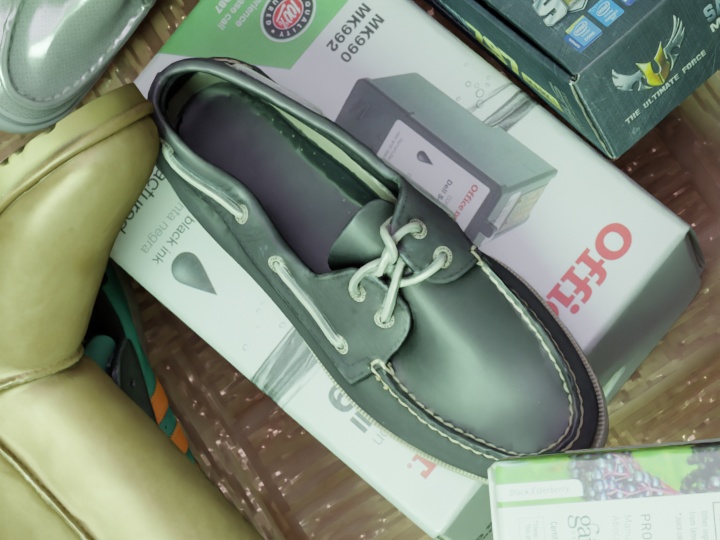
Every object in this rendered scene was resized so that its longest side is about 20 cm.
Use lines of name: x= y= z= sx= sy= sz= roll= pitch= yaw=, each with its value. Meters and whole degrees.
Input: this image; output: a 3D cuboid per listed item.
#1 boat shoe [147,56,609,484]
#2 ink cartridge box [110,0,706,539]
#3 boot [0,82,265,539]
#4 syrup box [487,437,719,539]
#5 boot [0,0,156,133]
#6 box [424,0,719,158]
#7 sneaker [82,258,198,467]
boat shoe: x=0.000 y=0.000 z=0.784 sx=0.200 sy=0.063 sz=0.073 roll=43 pitch=91 yaw=16
ink cartridge box: x=0.008 y=-0.014 z=0.862 sx=0.200 sy=0.084 sz=0.146 roll=39 pitch=89 yaw=16
boot: x=-0.074 y=0.059 z=0.799 sx=0.200 sy=0.066 sz=0.175 roll=49 pitch=121 yaw=1
syrup box: x=0.141 y=0.087 z=0.689 sx=0.198 sy=0.079 sz=0.082 roll=-6 pitch=86 yaw=6
boot: x=-0.084 y=-0.142 z=0.894 sx=0.095 sy=0.073 sz=0.201 roll=17 pitch=79 yaw=58
box: x=0.112 y=-0.155 z=0.846 sx=0.200 sy=0.051 sz=0.158 roll=-40 pitch=47 yaw=-4
sneaker: x=-0.099 y=0.071 z=0.869 sx=0.071 sy=0.080 sz=0.201 roll=-26 pitch=75 yaw=6
